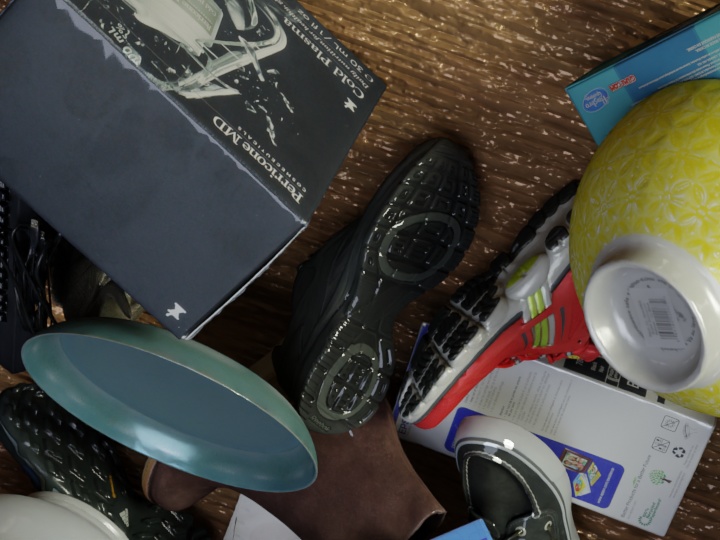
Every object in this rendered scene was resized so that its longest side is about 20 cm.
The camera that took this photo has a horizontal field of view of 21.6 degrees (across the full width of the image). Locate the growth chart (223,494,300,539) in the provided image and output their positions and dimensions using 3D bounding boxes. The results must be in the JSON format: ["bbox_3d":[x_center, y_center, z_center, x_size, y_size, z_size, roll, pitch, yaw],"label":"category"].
[{"bbox_3d":[-0.044,0.222,1.374,0.145,0.018,0.200,26,123,0],"label":"growth chart"}]

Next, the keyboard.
[{"bbox_3d":[-0.234,-0.020,1.184,0.104,0.040,0.200,28,130,27],"label":"keyboard"}]

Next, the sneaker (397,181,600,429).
[{"bbox_3d":[0.107,0.036,1.168,0.085,0.077,0.200,42,102,-18],"label":"sneaker"}]

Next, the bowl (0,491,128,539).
[{"bbox_3d":[-0.216,0.218,1.302,0.201,0.090,0.201,19,139,17],"label":"bowl"}]

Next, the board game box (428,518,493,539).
[{"bbox_3d":[0.015,0.239,1.248,0.152,0.045,0.200,-21,157,-10],"label":"board game box"}]

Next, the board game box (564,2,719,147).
[{"bbox_3d":[0.225,-0.050,1.067,0.151,0.047,0.200,-23,99,51],"label":"board game box"}]

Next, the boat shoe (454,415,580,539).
[{"bbox_3d":[0.105,0.170,1.238,0.069,0.057,0.200,3,142,26],"label":"boat shoe"}]

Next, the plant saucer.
[{"bbox_3d":[-0.116,0.081,1.178,0.200,0.027,0.200,18,156,9],"label":"plant saucer"}]

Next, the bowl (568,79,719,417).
[{"bbox_3d":[0.183,0.007,1.027,0.200,0.108,0.200,27,134,32],"label":"bowl"}]

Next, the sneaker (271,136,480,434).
[{"bbox_3d":[0.000,0.000,1.189,0.076,0.091,0.200,27,97,-36],"label":"sneaker"}]

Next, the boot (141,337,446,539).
[{"bbox_3d":[-0.051,0.150,1.262,0.200,0.072,0.166,-42,64,25],"label":"boot"}]

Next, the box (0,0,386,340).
[{"bbox_3d":[-0.113,-0.101,1.104,0.200,0.197,0.124,42,122,-10],"label":"box"}]

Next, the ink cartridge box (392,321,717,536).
[{"bbox_3d":[0.125,0.096,1.240,0.200,0.039,0.100,20,123,3],"label":"ink cartridge box"}]

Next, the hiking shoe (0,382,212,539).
[{"bbox_3d":[-0.202,0.170,1.359,0.200,0.074,0.087,48,127,-8],"label":"hiking shoe"}]

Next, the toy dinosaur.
[{"bbox_3d":[-0.162,0.008,1.222,0.077,0.200,0.102,31,102,-33],"label":"toy dinosaur"}]
